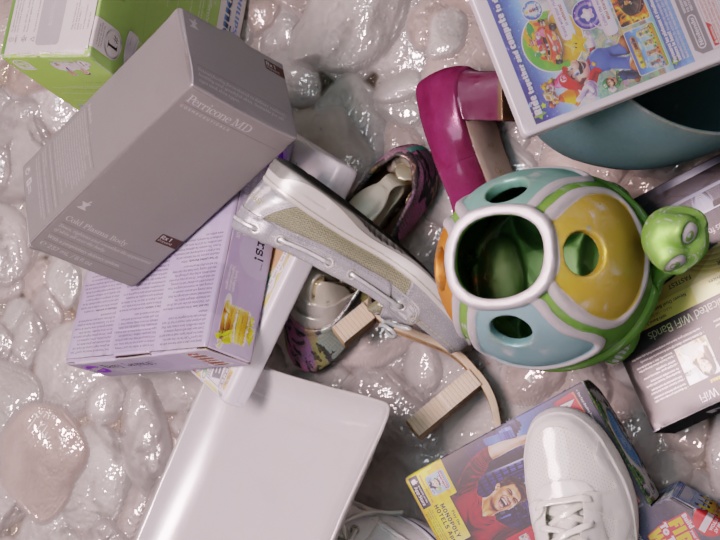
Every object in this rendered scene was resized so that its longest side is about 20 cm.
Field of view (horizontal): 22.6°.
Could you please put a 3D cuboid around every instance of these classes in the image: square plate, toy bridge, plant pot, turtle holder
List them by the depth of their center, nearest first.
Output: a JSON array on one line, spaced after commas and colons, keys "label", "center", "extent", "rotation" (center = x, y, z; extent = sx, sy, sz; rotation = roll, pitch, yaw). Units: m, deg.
[{"label": "turtle holder", "center": [0.135, 0.003, 1.211], "extent": [0.185, 0.131, 0.142], "rotation": [23, 95, 29]}, {"label": "plant pot", "center": [0.181, -0.150, 1.259], "extent": [0.135, 0.199, 0.201], "rotation": [-45, 62, 52]}, {"label": "square plate", "center": [-0.077, 0.173, 1.337], "extent": [0.199, 0.028, 0.199], "rotation": [13, 76, 45]}, {"label": "toy bridge", "center": [0.065, 0.100, 1.349], "extent": [0.067, 0.027, 0.200], "rotation": [-39, 76, -4]}]

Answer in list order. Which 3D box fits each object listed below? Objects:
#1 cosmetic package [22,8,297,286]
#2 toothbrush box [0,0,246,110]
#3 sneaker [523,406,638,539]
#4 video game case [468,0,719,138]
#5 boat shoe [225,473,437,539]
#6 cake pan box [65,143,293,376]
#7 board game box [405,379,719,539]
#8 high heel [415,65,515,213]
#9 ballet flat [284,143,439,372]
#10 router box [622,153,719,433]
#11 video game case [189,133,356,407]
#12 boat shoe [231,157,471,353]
[{"label": "cosmetic package", "center": [-0.150, -0.087, 1.329], "extent": [0.200, 0.106, 0.091], "rotation": [-39, 45, 33]}, {"label": "toothbrush box", "center": [-0.178, -0.194, 1.405], "extent": [0.085, 0.200, 0.147], "rotation": [2, 75, 27]}, {"label": "sneaker", "center": [0.143, 0.193, 1.180], "extent": [0.073, 0.115, 0.202], "rotation": [-14, 89, 19]}, {"label": "video game case", "center": [0.170, -0.185, 1.140], "extent": [0.199, 0.018, 0.144], "rotation": [-21, 85, 0]}, {"label": "boat shoe", "center": [-0.019, 0.199, 1.356], "extent": [0.201, 0.086, 0.075], "rotation": [26, 96, 27]}, {"label": "cake pan box", "center": [-0.146, -0.013, 1.410], "extent": [0.199, 0.052, 0.186], "rotation": [-9, 63, 47]}, {"label": "board game box", "center": [0.167, 0.184, 1.263], "extent": [0.199, 0.062, 0.201], "rotation": [-29, 86, 16]}, {"label": "high heel", "center": [0.080, -0.053, 1.362], "extent": [0.096, 0.067, 0.202], "rotation": [0, 83, 46]}, {"label": "ballet flat", "center": [-0.011, -0.013, 1.385], "extent": [0.069, 0.071, 0.201], "rotation": [37, 101, 22]}, {"label": "router box", "center": [0.266, 0.002, 1.255], "extent": [0.199, 0.052, 0.158], "rotation": [-28, 72, 22]}, {"label": "video game case", "center": [-0.096, -0.019, 1.413], "extent": [0.182, 0.023, 0.201], "rotation": [35, 101, 53]}, {"label": "boat shoe", "center": [0.000, 0.000, 1.314], "extent": [0.202, 0.074, 0.065], "rotation": [38, 94, -19]}]
